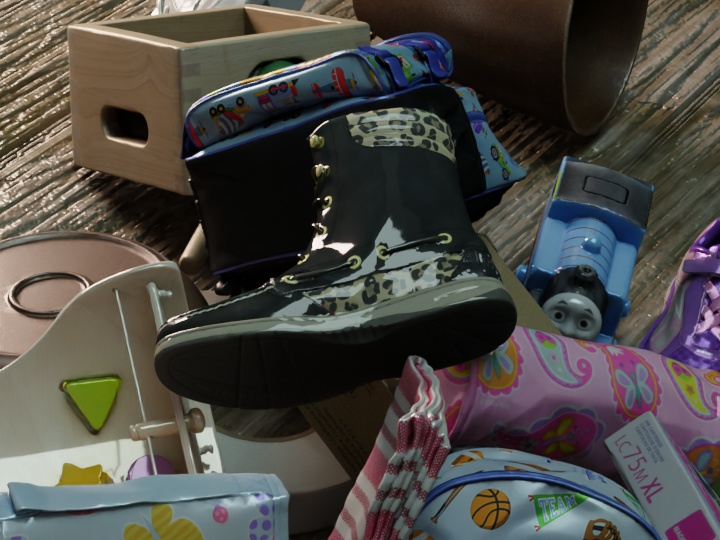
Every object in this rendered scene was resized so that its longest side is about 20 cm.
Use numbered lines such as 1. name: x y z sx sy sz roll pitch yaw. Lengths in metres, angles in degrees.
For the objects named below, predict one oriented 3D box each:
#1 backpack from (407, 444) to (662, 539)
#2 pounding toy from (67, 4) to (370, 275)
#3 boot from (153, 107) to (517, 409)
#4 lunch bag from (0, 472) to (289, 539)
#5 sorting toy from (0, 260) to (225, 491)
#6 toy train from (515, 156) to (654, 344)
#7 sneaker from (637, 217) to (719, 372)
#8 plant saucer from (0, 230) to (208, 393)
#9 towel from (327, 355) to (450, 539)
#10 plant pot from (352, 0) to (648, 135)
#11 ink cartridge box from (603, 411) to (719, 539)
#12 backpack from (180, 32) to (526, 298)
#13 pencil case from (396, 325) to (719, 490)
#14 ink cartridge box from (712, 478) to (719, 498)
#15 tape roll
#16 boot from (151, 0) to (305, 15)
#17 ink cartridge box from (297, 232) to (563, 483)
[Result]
1. backpack: 0.079 0.195 1.410 0.199 0.191 0.154 12 1 -7
2. pounding toy: -0.096 -0.096 1.811 0.184 0.143 0.200 -11 16 -34
3. boot: -0.024 -0.008 1.500 0.203 0.074 0.154 -10 53 -3
4. lunch bag: -0.131 0.190 1.344 0.169 0.201 0.127 -2 38 -25
5. sorting toy: -0.167 0.120 1.511 0.179 0.107 0.201 -12 60 -4
6. toy train: 0.143 0.014 1.775 0.086 0.115 0.200 17 34 3
7. sneaker: 0.241 0.030 1.817 0.080 0.089 0.200 20 36 4
8. plant saucer: -0.193 0.026 1.650 0.199 0.035 0.201 -3 31 2
9. towel: -0.007 0.149 1.407 0.030 0.201 0.146 25 10 -5
10. plant pot: 0.101 -0.215 2.050 0.199 0.188 0.187 13 32 22
11. ink cartridge box: 0.218 0.180 1.528 0.042 0.200 0.119 -33 40 6
12. backpack: 0.004 -0.073 1.684 0.182 0.135 0.200 -15 3 31
13. pencil case: 0.124 0.080 1.554 0.199 0.088 0.088 12 33 -25
14. ink cartridge box: 0.322 0.077 1.683 0.147 0.201 0.076 11 35 -6
15. tape roll: -0.073 0.086 1.657 0.202 0.037 0.203 11 35 -8
16. boot: -0.122 -0.177 1.993 0.095 0.074 0.200 1 37 34
17. ink cartridge box: 0.065 0.089 1.623 0.164 0.075 0.200 -18 63 -45
